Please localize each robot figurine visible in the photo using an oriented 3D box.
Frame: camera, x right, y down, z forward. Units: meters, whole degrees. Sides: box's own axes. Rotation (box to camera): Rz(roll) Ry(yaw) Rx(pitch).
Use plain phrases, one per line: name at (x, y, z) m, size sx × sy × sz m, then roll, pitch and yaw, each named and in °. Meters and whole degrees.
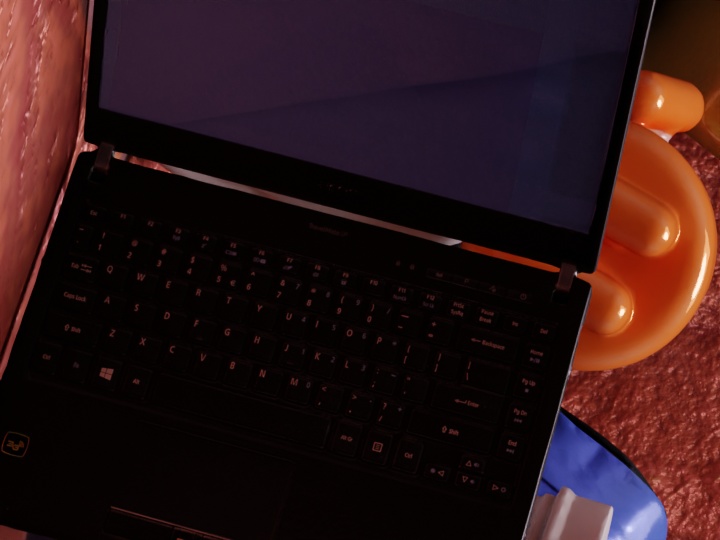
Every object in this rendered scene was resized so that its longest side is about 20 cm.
robot figurine at (0.109, -0.014, 1.238) m, size 0.200 × 0.116 × 0.145 m, roll -1°, pitch 82°, yaw -83°

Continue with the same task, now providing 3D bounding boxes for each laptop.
laptop at (-0.018, -0.008, 0.821) m, size 0.103 × 0.176 × 0.201 m, roll 81°, pitch 25°, yaw -70°

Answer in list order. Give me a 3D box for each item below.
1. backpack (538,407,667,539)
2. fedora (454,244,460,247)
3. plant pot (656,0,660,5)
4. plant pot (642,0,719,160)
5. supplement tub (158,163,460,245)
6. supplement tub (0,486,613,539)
backpack at (0.065, 0.157, 1.572) m, size 0.168 × 0.199 × 0.163 m, roll -51°, pitch 169°, yaw -27°
fedora at (0.000, 0.000, 1.275) m, size 0.201 × 0.091 × 0.202 m, roll 15°, pitch 90°, yaw -83°
plant pot at (0.105, -0.200, 1.329) m, size 0.201 × 0.199 × 0.175 m, roll -64°, pitch 175°, yaw -55°
plant pot at (0.250, -0.110, 1.339) m, size 0.194 × 0.195 × 0.200 m, roll -50°, pitch -173°, yaw 23°
supplement tub at (0.006, -0.120, 0.953) m, size 0.132 × 0.131 × 0.201 m, roll 64°, pitch 41°, yaw -78°
supplement tub at (-0.023, 0.113, 0.925) m, size 0.144 × 0.199 × 0.145 m, roll 15°, pitch 90°, yaw -82°
